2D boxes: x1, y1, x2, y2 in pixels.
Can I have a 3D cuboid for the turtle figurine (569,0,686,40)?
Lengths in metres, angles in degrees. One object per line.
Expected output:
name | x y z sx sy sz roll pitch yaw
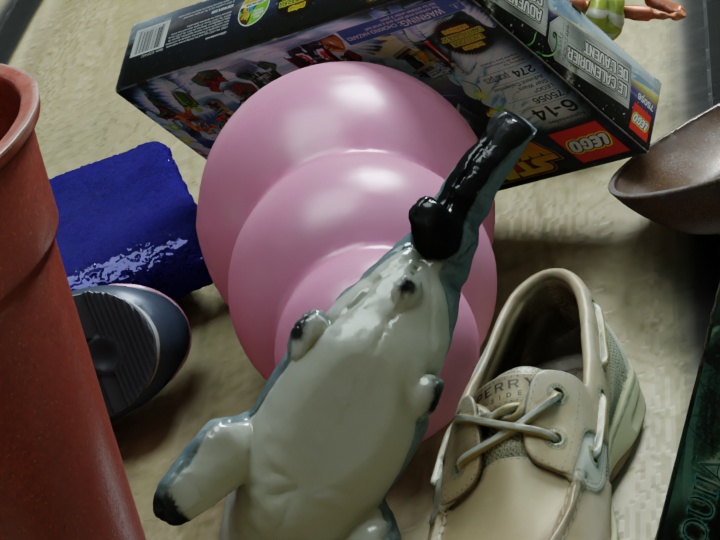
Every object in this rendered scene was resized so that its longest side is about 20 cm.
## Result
turtle figurine | 0.045 -0.096 1.378 0.161 0.065 0.200 -2 0 -36

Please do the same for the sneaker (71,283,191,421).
sneaker | -0.163 0.054 1.258 0.199 0.071 0.082 -13 2 19

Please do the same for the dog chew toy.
dog chew toy | 0.000 0.000 1.157 0.124 0.125 0.200 -19 30 3

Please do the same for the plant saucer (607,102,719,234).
plant saucer | 0.198 -0.061 1.190 0.199 0.032 0.200 -23 10 4

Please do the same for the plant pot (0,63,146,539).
plant pot | -0.176 0.056 1.066 0.200 0.196 0.201 -17 22 7

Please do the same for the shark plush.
shark plush | -0.006 0.029 1.025 0.090 0.201 0.083 18 13 3

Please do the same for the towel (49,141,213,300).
towel | -0.165 0.014 1.361 0.199 0.050 0.148 -24 25 -3

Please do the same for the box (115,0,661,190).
box | 0.010 -0.079 1.263 0.199 0.137 0.040 -14 52 41

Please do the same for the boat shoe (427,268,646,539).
boat shoe | 0.055 0.066 1.017 0.072 0.065 0.200 -11 24 21

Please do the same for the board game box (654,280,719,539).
board game box | 0.159 -0.004 1.004 0.028 0.136 0.200 21 37 17
